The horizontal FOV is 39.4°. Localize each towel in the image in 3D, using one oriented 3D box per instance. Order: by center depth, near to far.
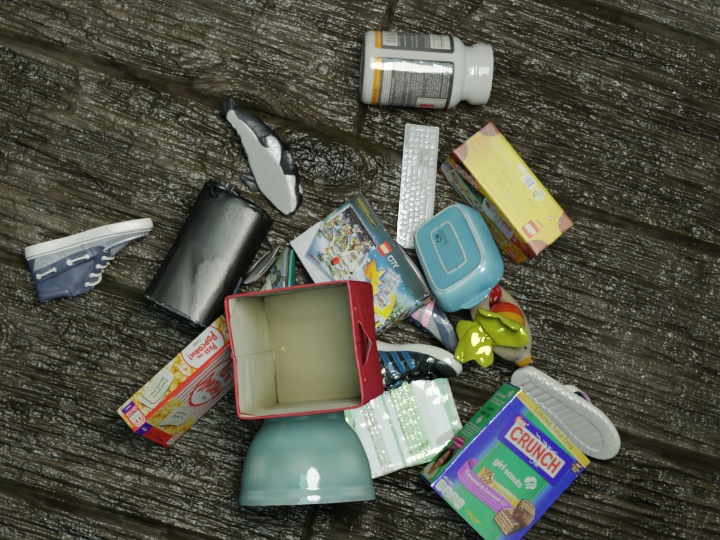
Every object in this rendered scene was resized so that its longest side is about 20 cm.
[{"bbox_3d":[0.052,0.236,1.571,0.200,0.031,0.149,-17,84,-4],"label":"towel"}]

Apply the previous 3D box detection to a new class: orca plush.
[{"bbox_3d":[-0.146,-0.184,1.585,0.200,0.071,0.105,46,128,5],"label":"orca plush"}]

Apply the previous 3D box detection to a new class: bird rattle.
[{"bbox_3d":[0.200,0.068,1.550,0.113,0.200,0.163,-38,125,23],"label":"bird rattle"}]

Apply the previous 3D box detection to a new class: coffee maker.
[{"bbox_3d":[-0.231,-0.021,1.487,0.135,0.192,0.200,22,80,27],"label":"coffee maker"}]

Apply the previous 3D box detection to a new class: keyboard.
[{"bbox_3d":[0.092,-0.134,1.612,0.056,0.011,0.200,5,85,-4],"label":"keyboard"}]

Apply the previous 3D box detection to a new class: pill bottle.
[{"bbox_3d":[0.101,-0.312,1.576,0.200,0.116,0.117,3,85,-4],"label":"pill bottle"}]

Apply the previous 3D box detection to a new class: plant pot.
[{"bbox_3d":[-0.080,0.271,1.473,0.200,0.200,0.135,-2,80,-5],"label":"plant pot"}]

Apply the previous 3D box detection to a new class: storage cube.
[{"bbox_3d":[-0.070,0.108,1.413,0.200,0.180,0.171,-8,87,10],"label":"storage cube"}]

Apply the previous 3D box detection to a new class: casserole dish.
[{"bbox_3d":[0.141,-0.027,1.521,0.121,0.200,0.039,-34,132,16],"label":"casserole dish"}]

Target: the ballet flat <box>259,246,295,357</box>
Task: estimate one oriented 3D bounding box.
[{"bbox_3d":[-0.129,0.064,1.550,0.074,0.074,0.200,-3,83,-5],"label":"ballet flat"}]

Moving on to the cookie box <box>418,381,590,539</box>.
[{"bbox_3d":[0.220,0.300,1.534,0.200,0.075,0.171,-46,103,-7],"label":"cookie box"}]

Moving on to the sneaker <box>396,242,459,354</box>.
[{"bbox_3d":[0.084,0.058,1.572,0.082,0.070,0.200,-34,83,6],"label":"sneaker"}]

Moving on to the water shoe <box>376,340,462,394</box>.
[{"bbox_3d":[0.055,0.155,1.531,0.200,0.072,0.079,6,59,19],"label":"water shoe"}]

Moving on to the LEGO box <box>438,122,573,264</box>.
[{"bbox_3d":[0.220,-0.115,1.551,0.077,0.149,0.200,-38,88,-6],"label":"LEGO box"}]

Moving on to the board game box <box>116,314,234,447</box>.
[{"bbox_3d":[-0.246,0.166,1.485,0.200,0.152,0.046,-43,72,-6],"label":"board game box"}]

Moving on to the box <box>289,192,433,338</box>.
[{"bbox_3d":[0.000,0.000,1.537,0.136,0.038,0.200,-34,70,5],"label":"box"}]

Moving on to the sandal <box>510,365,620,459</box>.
[{"bbox_3d":[0.329,0.213,1.577,0.203,0.082,0.050,41,40,2],"label":"sandal"}]

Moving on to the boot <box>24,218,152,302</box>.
[{"bbox_3d":[-0.406,-0.016,1.539,0.200,0.073,0.091,-15,93,2],"label":"boot"}]
